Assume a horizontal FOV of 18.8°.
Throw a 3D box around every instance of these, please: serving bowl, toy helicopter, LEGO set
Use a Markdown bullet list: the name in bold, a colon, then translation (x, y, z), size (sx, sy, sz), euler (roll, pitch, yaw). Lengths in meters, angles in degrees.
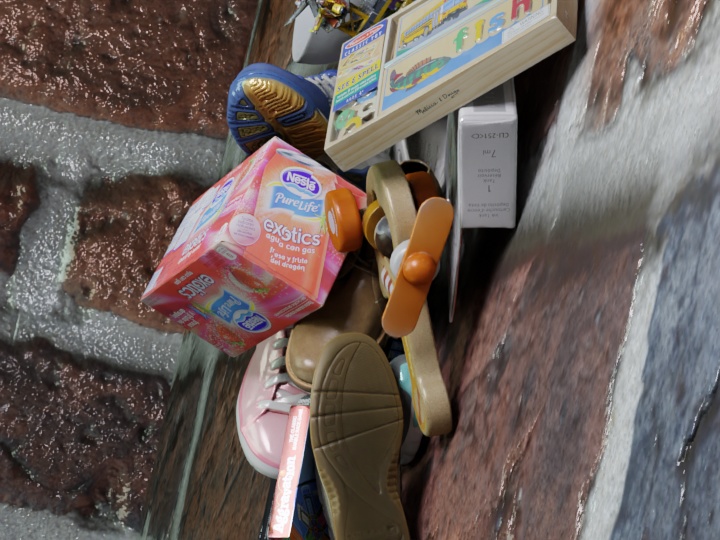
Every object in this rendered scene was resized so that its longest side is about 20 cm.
- **serving bowl**: translation (-0.004, -0.273, 1.912), size (0.200, 0.066, 0.201), euler (-166, 90, -80)
- **toy helicopter**: translation (0.039, 0.019, 1.553), size (0.132, 0.079, 0.201), euler (163, 95, -77)
- **LEGO set**: translation (0.028, -0.238, 1.689), size (0.200, 0.116, 0.154), euler (-52, 38, 18)

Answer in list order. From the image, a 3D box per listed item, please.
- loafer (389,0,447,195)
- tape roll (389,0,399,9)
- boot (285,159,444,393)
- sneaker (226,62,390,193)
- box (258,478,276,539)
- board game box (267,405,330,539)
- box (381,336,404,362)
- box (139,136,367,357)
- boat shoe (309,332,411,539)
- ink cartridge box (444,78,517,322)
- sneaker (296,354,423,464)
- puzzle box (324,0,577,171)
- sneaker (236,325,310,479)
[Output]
- **loafer**: translation (0.061, -0.145, 1.759), size (0.070, 0.070, 0.201), euler (179, 97, -75)
- **tape roll**: translation (0.070, -0.319, 1.934), size (0.200, 0.065, 0.201), euler (-167, 90, -80)
- **boot**: translation (0.000, 0.000, 1.656), size (0.200, 0.073, 0.076), euler (-59, -18, -21)
- **sneaker**: translation (-0.042, -0.123, 1.691), size (0.200, 0.075, 0.088), euler (39, -134, -55)
- **box**: translation (-0.053, 0.216, 1.962), size (0.198, 0.049, 0.201), euler (160, 124, -77)
- **board game box**: translation (-0.027, 0.189, 1.654), size (0.200, 0.019, 0.103), euler (62, -148, -59)
- **box**: translation (0.014, 0.018, 1.849), size (0.200, 0.049, 0.160), euler (-99, 22, -65)
- **box**: translation (-0.083, -0.015, 1.692), size (0.103, 0.094, 0.200), euler (-64, 15, -24)
- **boat shoe**: translation (-0.004, 0.148, 1.593), size (0.065, 0.073, 0.201), euler (140, 126, -74)
- **ink cartridge box**: translation (0.086, -0.090, 1.590), size (0.200, 0.045, 0.177), euler (-89, -1, -54)
- **sneaker**: translation (-0.004, 0.115, 1.685), size (0.200, 0.091, 0.078), euler (123, 156, -62)
- **puzzle box**: translation (0.065, -0.159, 1.514), size (0.200, 0.025, 0.133), euler (-29, 31, 27)
- **sneaker**: translation (-0.054, 0.068, 1.801), size (0.105, 0.075, 0.201), euler (109, 173, -52)
